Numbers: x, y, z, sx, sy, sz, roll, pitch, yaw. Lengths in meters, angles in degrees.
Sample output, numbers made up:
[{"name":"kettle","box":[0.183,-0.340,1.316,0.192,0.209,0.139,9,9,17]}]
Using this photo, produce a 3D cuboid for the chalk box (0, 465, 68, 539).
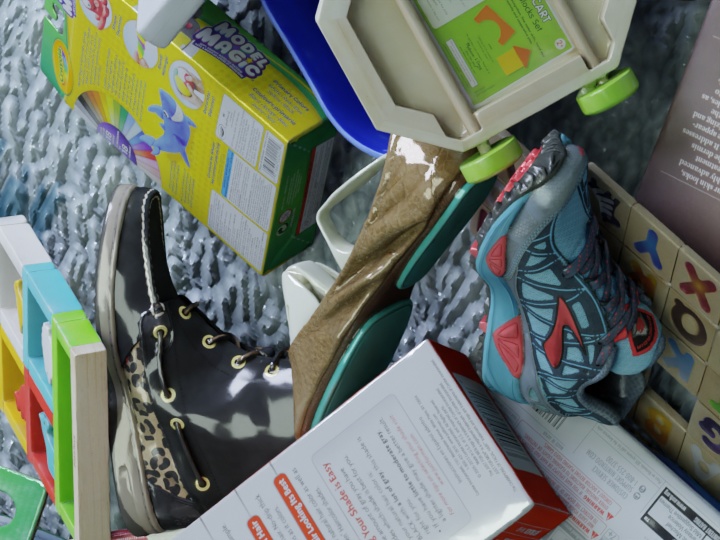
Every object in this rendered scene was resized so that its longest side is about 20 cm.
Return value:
[{"name":"chalk box","box":[-0.236,0.216,1.751,0.124,0.124,0.201,17,102,29]}]

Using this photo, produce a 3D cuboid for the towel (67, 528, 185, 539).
[{"name":"towel","box":[-0.082,0.214,1.675,0.199,0.023,0.145,-9,88,11]}]

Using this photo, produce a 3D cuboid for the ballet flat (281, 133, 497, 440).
[{"name":"ballet flat","box":[0.000,0.000,1.548,0.072,0.068,0.200,40,121,19]}]

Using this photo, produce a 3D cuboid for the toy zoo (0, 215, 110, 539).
[{"name":"toy zoo","box":[-0.186,0.056,1.705,0.200,0.020,0.132,-130,36,-55]}]

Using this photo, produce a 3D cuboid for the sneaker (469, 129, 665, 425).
[{"name":"sneaker","box":[0.115,0.007,1.462,0.095,0.200,0.079,27,63,20]}]

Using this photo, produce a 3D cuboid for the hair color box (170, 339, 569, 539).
[{"name":"hair color box","box":[-0.002,0.142,1.545,0.200,0.064,0.111,-38,68,12]}]

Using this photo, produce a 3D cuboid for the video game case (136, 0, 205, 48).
[{"name":"video game case","box":[-0.057,-0.239,1.591,0.023,0.182,0.200,32,118,-22]}]

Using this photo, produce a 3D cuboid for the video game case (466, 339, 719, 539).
[{"name":"video game case","box":[0.093,0.159,1.557,0.200,0.045,0.181,42,97,26]}]

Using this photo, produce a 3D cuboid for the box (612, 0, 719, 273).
[{"name":"box","box":[0.216,-0.077,1.475,0.100,0.075,0.201,29,107,27]}]

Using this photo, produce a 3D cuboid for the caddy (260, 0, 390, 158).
[{"name":"caddy","box":[0.025,-0.152,1.568,0.141,0.105,0.200,-39,74,29]}]

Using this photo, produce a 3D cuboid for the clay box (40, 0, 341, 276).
[{"name":"clay box","box":[-0.102,-0.102,1.660,0.200,0.048,0.115,42,144,23]}]

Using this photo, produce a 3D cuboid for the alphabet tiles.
[{"name":"alphabet tiles","box":[0.131,0.013,1.513,0.200,0.008,0.167,43,154,22]}]

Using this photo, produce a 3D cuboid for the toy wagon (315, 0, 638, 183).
[{"name":"toy wagon","box":[0.080,-0.146,1.457,0.199,0.040,0.156,-30,100,1]}]

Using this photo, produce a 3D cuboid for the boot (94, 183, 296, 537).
[{"name":"boot","box":[-0.068,0.048,1.638,0.150,0.073,0.201,-3,93,11]}]
